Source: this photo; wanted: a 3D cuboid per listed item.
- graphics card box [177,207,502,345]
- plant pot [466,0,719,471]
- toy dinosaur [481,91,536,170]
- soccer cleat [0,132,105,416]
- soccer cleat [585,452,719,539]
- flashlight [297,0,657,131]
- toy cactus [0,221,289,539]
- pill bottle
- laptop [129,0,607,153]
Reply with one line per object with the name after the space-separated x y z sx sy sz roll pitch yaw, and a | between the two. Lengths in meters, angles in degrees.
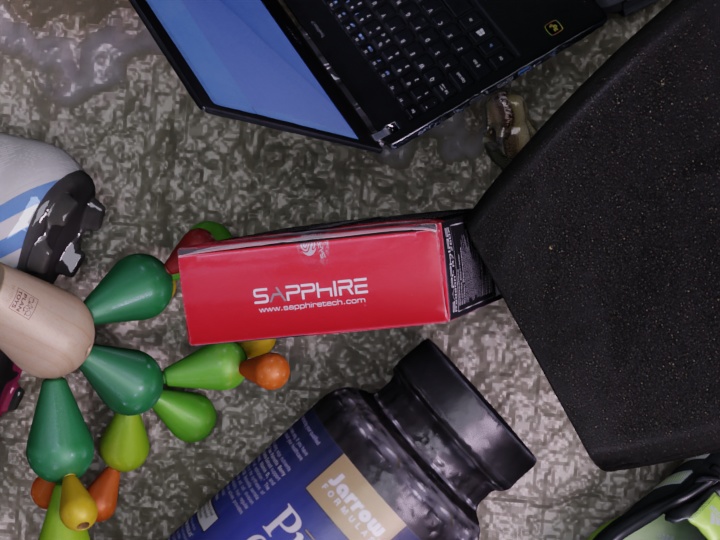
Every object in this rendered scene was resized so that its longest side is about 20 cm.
0.000 0.000 1.131 0.125 0.200 0.051 -6 93 13 | graphics card box
0.172 -0.011 1.089 0.177 0.199 0.200 -32 82 24 | plant pot
0.131 -0.009 1.216 0.088 0.047 0.201 -21 91 16 | toy dinosaur
-0.209 0.021 1.219 0.086 0.070 0.200 30 93 21 | soccer cleat
0.191 0.115 1.198 0.200 0.081 0.068 -40 90 2 | soccer cleat
0.066 -0.134 1.207 0.200 0.068 0.068 -25 80 -3 | flashlight
-0.129 0.053 1.176 0.165 0.102 0.200 37 81 -38 | toy cactus
-0.012 0.132 1.187 0.200 0.112 0.112 -43 90 2 | pill bottle
-0.014 -0.154 1.137 0.200 0.103 0.177 -30 55 -5 | laptop
